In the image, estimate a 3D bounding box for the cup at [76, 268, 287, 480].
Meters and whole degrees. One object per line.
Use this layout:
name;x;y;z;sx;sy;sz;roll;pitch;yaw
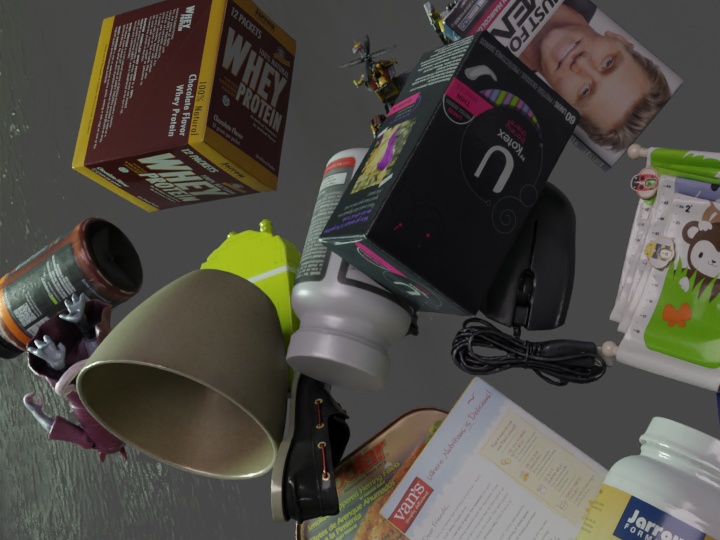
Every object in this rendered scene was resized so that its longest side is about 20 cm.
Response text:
cup;-0.149;0.085;0.998;0.198;0.201;0.145;-5;49;32

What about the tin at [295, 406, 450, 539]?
tin;0.028;0.207;0.948;0.199;0.042;0.113;-38;58;14

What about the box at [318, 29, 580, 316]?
box;0.074;-0.078;0.881;0.202;0.122;0.106;-61;21;-12

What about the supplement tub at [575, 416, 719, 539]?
supplement tub;0.212;0.218;0.719;0.143;0.144;0.202;23;82;38

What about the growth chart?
growth chart;0.268;-0.006;0.848;0.143;0.018;0.203;4;79;41

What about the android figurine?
android figurine;-0.113;0.044;1.109;0.180;0.041;0.203;-20;63;27

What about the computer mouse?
computer mouse;0.152;-0.005;0.917;0.136;0.053;0.203;6;62;-1

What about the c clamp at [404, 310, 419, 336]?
c clamp;0.054;-0.015;1.031;0.170;0.027;0.202;27;86;38

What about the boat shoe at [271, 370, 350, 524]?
boat shoe;-0.039;0.153;0.967;0.062;0.075;0.202;-4;29;5

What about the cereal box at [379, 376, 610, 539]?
cereal box;0.132;0.201;0.849;0.199;0.040;0.145;35;85;28

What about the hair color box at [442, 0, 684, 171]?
hair color box;0.179;-0.192;0.940;0.199;0.061;0.100;41;96;4

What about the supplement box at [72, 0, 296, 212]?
supplement box;-0.199;-0.193;1.210;0.198;0.132;0.200;-7;67;32

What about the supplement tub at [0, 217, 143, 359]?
supplement tub;-0.361;0.028;1.242;0.198;0.107;0.108;-30;56;20

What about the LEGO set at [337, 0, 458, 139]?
LEGO set;0.079;-0.187;1.020;0.198;0.116;0.156;-19;58;20

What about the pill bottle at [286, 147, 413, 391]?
pill bottle;0.000;0.000;0.973;0.115;0.116;0.203;2;68;34

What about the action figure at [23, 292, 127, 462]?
action figure;-0.269;0.130;1.102;0.133;0.202;0.148;-32;38;-28

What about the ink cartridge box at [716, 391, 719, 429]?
ink cartridge box;0.359;0.077;0.778;0.198;0.040;0.203;-13;64;29
